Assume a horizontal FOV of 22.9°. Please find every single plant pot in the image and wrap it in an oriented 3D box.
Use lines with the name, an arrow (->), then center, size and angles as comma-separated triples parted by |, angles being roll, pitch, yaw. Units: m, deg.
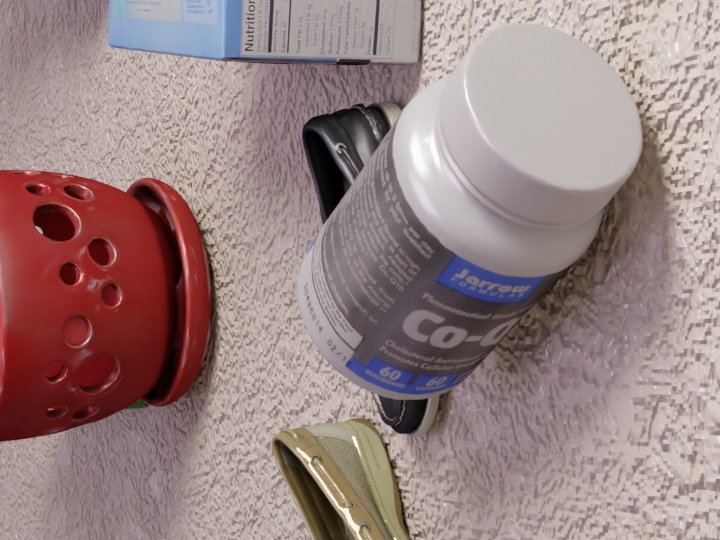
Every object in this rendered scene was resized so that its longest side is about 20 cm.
plant pot -> -0.219, 0.025, 1.358 | 0.200, 0.181, 0.203 | 7, 98, 63

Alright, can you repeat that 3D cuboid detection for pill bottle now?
pill bottle -> 0.052, -0.027, 0.894 | 0.200, 0.113, 0.115 | -53, 47, 52

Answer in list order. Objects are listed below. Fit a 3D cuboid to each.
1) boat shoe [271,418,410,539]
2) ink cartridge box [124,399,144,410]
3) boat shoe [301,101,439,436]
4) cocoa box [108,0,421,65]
boat shoe -> 0.001, 0.181, 1.068 | 0.073, 0.062, 0.202 | -56, 44, 49
ink cartridge box -> -0.270, 0.094, 1.550 | 0.199, 0.103, 0.060 | -9, 84, 63
boat shoe -> 0.001, -0.001, 1.048 | 0.074, 0.065, 0.202 | -14, 80, 62
cocoa box -> -0.063, -0.196, 1.086 | 0.200, 0.130, 0.135 | 18, 108, 61
